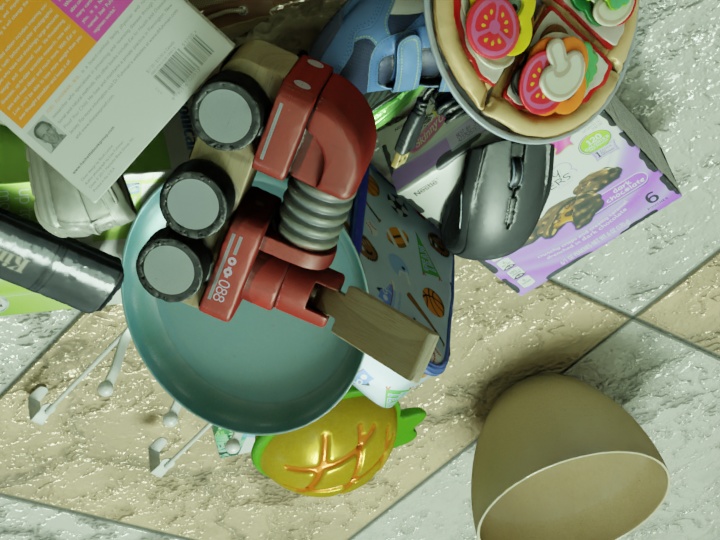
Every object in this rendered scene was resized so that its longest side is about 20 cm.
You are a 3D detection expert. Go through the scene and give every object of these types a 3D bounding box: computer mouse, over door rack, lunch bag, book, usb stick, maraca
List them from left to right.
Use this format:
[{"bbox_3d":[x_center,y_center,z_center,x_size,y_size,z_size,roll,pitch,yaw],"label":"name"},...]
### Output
[{"bbox_3d":[-0.257,-0.021,1.092,0.199,0.033,0.055,25,131,-32],"label":"usb stick"},{"bbox_3d":[-0.195,-0.159,0.968,0.200,0.048,0.134,43,96,-9],"label":"book"},{"bbox_3d":[-0.180,0.119,1.368,0.147,0.067,0.200,29,133,-30],"label":"over door rack"},{"bbox_3d":[-0.019,0.151,1.421,0.137,0.108,0.199,-37,151,20],"label":"maraca"},{"bbox_3d":[0.000,0.000,1.207,0.075,0.201,0.160,-36,116,26],"label":"lunch bag"},{"bbox_3d":[0.086,-0.065,1.177,0.139,0.046,0.201,-1,140,-21],"label":"computer mouse"}]

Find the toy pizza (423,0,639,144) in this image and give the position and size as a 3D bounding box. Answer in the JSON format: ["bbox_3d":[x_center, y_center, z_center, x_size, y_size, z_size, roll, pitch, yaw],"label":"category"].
[{"bbox_3d":[0.126,-0.187,1.067,0.199,0.202,0.032,17,174,-36],"label":"toy pizza"}]

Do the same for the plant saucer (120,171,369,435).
[{"bbox_3d":[-0.080,0.018,1.119,0.200,0.201,0.027,-39,177,27],"label":"plant saucer"}]

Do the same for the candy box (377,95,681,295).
[{"bbox_3d":[0.139,-0.086,1.268,0.167,0.072,0.200,-33,139,20],"label":"candy box"}]

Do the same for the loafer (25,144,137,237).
[{"bbox_3d":[-0.191,-0.123,1.032,0.069,0.070,0.202,-8,101,3],"label":"loafer"}]

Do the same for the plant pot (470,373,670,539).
[{"bbox_3d":[0.195,0.184,1.570,0.198,0.135,0.201,-10,143,-8],"label":"plant pot"}]

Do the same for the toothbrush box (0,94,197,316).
[{"bbox_3d":[-0.207,-0.049,1.175,0.198,0.087,0.146,-6,140,-16],"label":"toothbrush box"}]

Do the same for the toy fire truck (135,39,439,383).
[{"bbox_3d":[-0.029,-0.029,1.015,0.199,0.129,0.177,23,115,-1],"label":"toy fire truck"}]

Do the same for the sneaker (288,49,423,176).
[{"bbox_3d":[-0.036,-0.114,1.151,0.200,0.077,0.084,-49,124,-3],"label":"sneaker"}]

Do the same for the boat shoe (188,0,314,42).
[{"bbox_3d":[-0.090,-0.193,1.047,0.198,0.076,0.072,-2,130,-3],"label":"boat shoe"}]

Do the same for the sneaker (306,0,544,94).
[{"bbox_3d":[0.046,-0.161,1.080,0.199,0.082,0.074,-33,157,-21],"label":"sneaker"}]

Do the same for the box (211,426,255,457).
[{"bbox_3d":[-0.076,0.093,1.438,0.143,0.037,0.201,-13,140,-5],"label":"box"}]

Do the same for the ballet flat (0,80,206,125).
[{"bbox_3d":[-0.199,-0.131,1.093,0.198,0.070,0.070,-13,142,-4],"label":"ballet flat"}]
